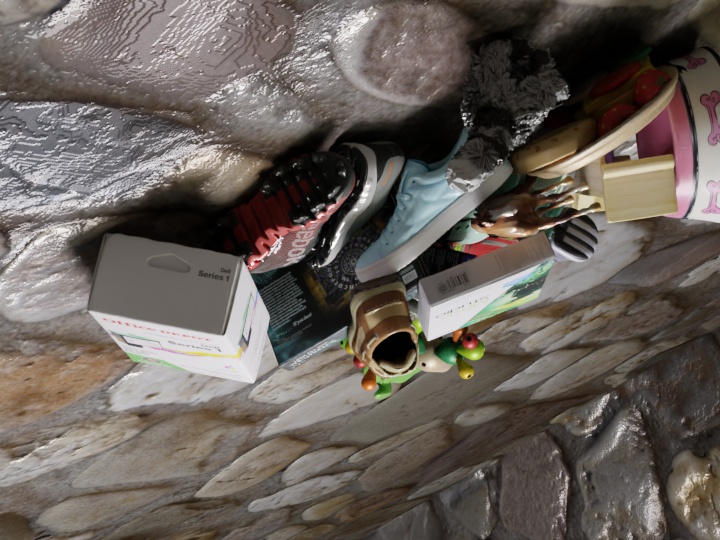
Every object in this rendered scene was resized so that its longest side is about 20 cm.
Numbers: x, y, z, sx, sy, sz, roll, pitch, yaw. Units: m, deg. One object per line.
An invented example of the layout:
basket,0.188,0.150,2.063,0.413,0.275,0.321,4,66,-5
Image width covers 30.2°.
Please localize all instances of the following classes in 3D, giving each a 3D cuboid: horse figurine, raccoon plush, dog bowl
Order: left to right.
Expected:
raccoon plush,0.120,-0.139,1.311,0.200,0.097,0.134,-45,169,-23
horse figurine,0.171,-0.065,1.402,0.131,0.051,0.200,-17,-171,-1
dog bowl,0.370,-0.150,1.525,0.073,0.203,0.200,-7,161,-1

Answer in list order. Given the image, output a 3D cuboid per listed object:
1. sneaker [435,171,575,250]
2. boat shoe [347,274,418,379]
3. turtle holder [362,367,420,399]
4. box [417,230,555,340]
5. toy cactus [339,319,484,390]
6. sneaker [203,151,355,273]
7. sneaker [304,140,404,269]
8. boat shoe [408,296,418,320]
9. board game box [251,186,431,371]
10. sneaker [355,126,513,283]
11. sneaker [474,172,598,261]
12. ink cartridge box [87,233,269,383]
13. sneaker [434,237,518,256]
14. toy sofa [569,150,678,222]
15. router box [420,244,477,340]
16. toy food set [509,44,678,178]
sneaker,0.160,-0.084,1.585,0.200,0.074,0.118,-36,166,34
boat shoe,0.028,0.079,1.428,0.075,0.075,0.200,-21,154,-2
turtle holder,0.056,0.087,1.834,0.140,0.133,0.185,-31,162,13
box,0.134,0.021,1.460,0.143,0.037,0.200,-21,168,-2
toy cactus,0.075,0.104,1.663,0.198,0.104,0.165,-9,161,25
sneaker,-0.069,-0.058,1.366,0.200,0.071,0.097,-36,159,33
sneaker,-0.014,-0.067,1.415,0.079,0.074,0.200,-19,161,-36
boat shoe,-0.020,0.052,1.601,0.199,0.061,0.072,1,153,22
board game box,-0.027,0.005,1.486,0.199,0.136,0.028,-30,153,17
sneaker,0.060,-0.072,1.391,0.200,0.082,0.074,-40,-174,6
sneaker,0.174,-0.065,1.536,0.075,0.199,0.087,-59,-170,-18
ink cartridge box,-0.182,0.043,1.367,0.143,0.085,0.200,10,163,7
sneaker,0.121,-0.011,1.710,0.198,0.086,0.077,-17,163,4
toy sofa,0.297,-0.113,1.538,0.082,0.099,0.200,-7,-175,-2
router box,0.051,0.022,1.650,0.155,0.053,0.200,12,158,1
toy food set,0.246,-0.165,1.419,0.199,0.049,0.198,-33,-168,17
